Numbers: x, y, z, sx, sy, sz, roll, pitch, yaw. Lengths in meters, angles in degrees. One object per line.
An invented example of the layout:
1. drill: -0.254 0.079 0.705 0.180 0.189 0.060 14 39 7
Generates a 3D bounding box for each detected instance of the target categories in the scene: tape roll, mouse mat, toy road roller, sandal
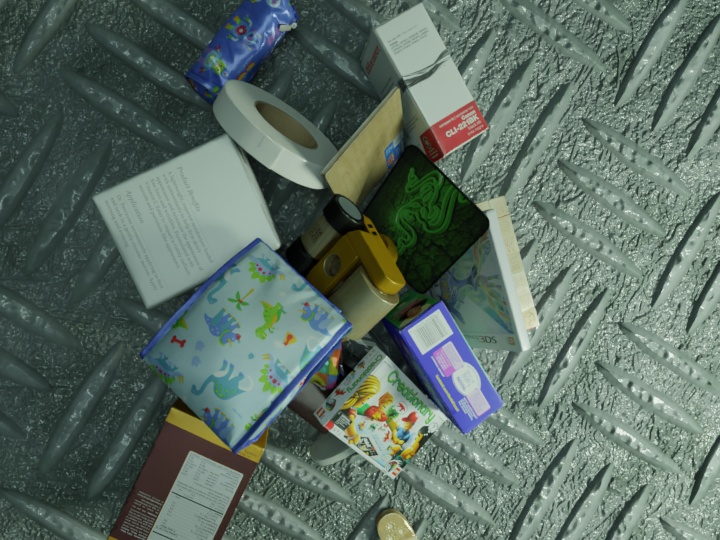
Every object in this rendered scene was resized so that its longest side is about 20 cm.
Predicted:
1. tape roll: -0.113 -0.193 0.789 0.202 0.203 0.037 38 113 -7
2. mouse mat: 0.083 -0.067 0.823 0.161 0.200 0.008 46 48 7
3. toy road roller: 0.000 0.000 0.799 0.123 0.145 0.201 -44 54 24
4. sandal: 0.101 0.488 0.903 0.077 0.070 0.212 -39 96 -3

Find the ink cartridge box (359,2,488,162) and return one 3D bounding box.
1. ink cartridge box: 0.090 -0.267 0.835 0.083 0.144 0.202 -32 96 -6

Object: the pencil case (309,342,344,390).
1. pencil case: -0.117 0.122 0.787 0.197 0.088 0.090 7 92 -3

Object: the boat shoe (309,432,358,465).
1. boat shoe: 0.016 0.260 0.884 0.198 0.071 0.064 -28 118 -5

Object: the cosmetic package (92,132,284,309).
1. cosmetic package: -0.231 -0.069 0.797 0.198 0.165 0.167 -25 95 -4

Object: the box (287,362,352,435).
1. box: -0.103 0.151 0.867 0.199 0.075 0.101 38 88 -8

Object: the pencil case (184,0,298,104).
1. pencil case: -0.173 -0.335 0.836 0.087 0.078 0.201 39 89 16

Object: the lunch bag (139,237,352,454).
1. lunch bag: -0.132 0.086 0.686 0.170 0.127 0.200 41 87 6

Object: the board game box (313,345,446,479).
1. board game box: 0.035 0.212 0.808 0.126 0.035 0.200 -47 130 -6

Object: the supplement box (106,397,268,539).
1. supplement box: -0.233 0.285 0.794 0.131 0.197 0.202 26 89 -7

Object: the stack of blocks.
1. stack of blocks: 0.198 -0.005 0.868 0.058 0.115 0.203 -17 94 -16

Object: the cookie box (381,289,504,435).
1. cookie box: 0.109 0.124 0.825 0.075 0.200 0.172 -33 96 -5

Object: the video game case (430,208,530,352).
1. video game case: 0.162 0.020 0.839 0.022 0.182 0.203 -17 94 -27

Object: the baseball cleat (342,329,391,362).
1. baseball cleat: -0.018 0.114 0.870 0.106 0.070 0.202 -26 85 -28

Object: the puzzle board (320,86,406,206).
1. puzzle board: 0.010 -0.163 0.808 0.017 0.200 0.151 39 87 12
